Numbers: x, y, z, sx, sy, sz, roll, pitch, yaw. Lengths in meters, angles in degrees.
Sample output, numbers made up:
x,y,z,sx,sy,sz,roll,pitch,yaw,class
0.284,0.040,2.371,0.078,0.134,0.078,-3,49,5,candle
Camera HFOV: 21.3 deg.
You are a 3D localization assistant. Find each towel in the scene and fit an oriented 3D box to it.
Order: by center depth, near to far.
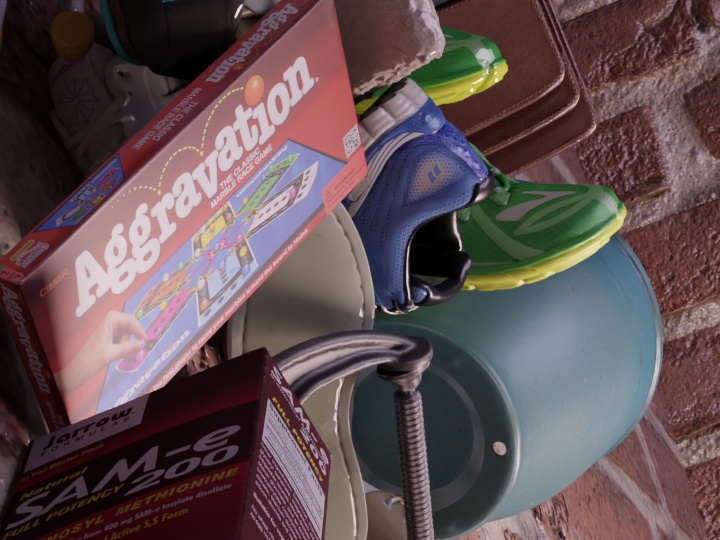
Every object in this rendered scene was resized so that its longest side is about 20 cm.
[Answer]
x,y,z,sx,sy,sz,roll,pitch,yaw,class
-0.027,-0.138,0.916,0.200,0.034,0.133,-19,-88,63,towel

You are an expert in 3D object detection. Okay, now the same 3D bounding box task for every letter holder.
x,y,z,sx,sy,sz,roll,pitch,yaw,class
0.051,-0.110,1.323,0.101,0.200,0.142,-63,131,-73,letter holder

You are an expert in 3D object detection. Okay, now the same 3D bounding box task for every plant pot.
x,y,z,sx,sy,sz,roll,pitch,yaw,class
0.058,0.064,1.136,0.188,0.200,0.200,-35,104,-61,plant pot

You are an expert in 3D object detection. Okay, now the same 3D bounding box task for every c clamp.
x,y,z,sx,sy,sz,roll,pitch,yaw,class
0.006,0.108,0.912,0.027,0.171,0.200,28,-43,48,c clamp

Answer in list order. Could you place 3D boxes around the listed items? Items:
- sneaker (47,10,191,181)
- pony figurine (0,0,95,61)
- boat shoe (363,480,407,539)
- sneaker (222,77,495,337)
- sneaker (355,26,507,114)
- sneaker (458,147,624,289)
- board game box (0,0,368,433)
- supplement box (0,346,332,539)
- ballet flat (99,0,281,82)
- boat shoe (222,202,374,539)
x,y,z,sx,sy,sz,roll,pitch,yaw,class
-0.111,-0.044,0.891,0.100,0.075,0.200,40,24,-35,sneaker
-0.143,-0.191,0.846,0.200,0.166,0.193,-97,-167,-58,pony figurine
0.006,0.146,1.024,0.075,0.068,0.200,-25,93,-77,boat shoe
0.000,0.000,0.955,0.089,0.200,0.079,40,44,4,sneaker
-0.012,-0.135,1.001,0.074,0.200,0.084,-24,127,-45,sneaker
0.039,-0.040,1.015,0.074,0.200,0.084,-52,143,-60,sneaker
-0.067,-0.022,0.786,0.200,0.019,0.103,-48,142,-33,board game box
-0.073,0.115,0.660,0.200,0.109,0.061,-87,152,-63,supplement box
-0.061,-0.114,0.859,0.200,0.068,0.068,-60,135,-81,ballet flat
-0.035,0.050,0.920,0.061,0.072,0.201,-135,-139,-62,boat shoe
